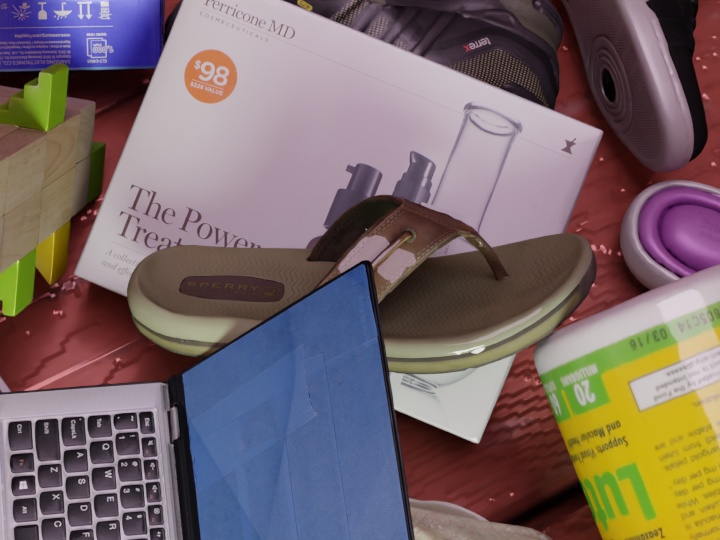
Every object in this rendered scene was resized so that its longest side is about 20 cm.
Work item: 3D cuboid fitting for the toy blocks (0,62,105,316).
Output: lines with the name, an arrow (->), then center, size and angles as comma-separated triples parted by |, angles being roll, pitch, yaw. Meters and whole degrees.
toy blocks -> -0.202, -0.046, 0.842 | 0.136, 0.200, 0.101 | 9, 106, 6

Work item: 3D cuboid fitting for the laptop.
laptop -> -0.088, 0.110, 0.740 | 0.198, 0.116, 0.189 | -3, 64, -10

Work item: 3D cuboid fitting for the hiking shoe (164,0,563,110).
hiking shoe -> 0.004, -0.093, 0.940 | 0.198, 0.076, 0.101 | 2, 61, -8

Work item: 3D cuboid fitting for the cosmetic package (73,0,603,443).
cosmetic package -> -0.009, -0.029, 0.889 | 0.199, 0.052, 0.152 | 22, 88, 3

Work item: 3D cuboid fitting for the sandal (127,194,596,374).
sandal -> -0.001, 0.000, 0.817 | 0.199, 0.058, 0.080 | -1, 29, 4

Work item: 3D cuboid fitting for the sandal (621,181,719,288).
sandal -> 0.224, 0.006, 0.929 | 0.201, 0.050, 0.083 | 14, 63, 0

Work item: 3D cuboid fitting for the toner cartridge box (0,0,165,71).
toner cartridge box -> -0.195, -0.136, 0.932 | 0.198, 0.043, 0.095 | -2, 36, -9

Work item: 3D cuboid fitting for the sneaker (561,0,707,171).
sneaker -> 0.161, -0.145, 0.981 | 0.111, 0.073, 0.201 | -12, 59, -14

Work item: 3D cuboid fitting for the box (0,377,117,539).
box -> -0.176, 0.113, 0.824 | 0.116, 0.060, 0.200 | -31, 72, -20

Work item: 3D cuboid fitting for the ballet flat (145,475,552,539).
ballet flat -> -0.004, 0.121, 0.854 | 0.199, 0.068, 0.063 | 17, 35, -3

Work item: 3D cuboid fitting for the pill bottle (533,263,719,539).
pill bottle -> 0.157, 0.104, 0.809 | 0.110, 0.111, 0.201 | -19, 83, -16
